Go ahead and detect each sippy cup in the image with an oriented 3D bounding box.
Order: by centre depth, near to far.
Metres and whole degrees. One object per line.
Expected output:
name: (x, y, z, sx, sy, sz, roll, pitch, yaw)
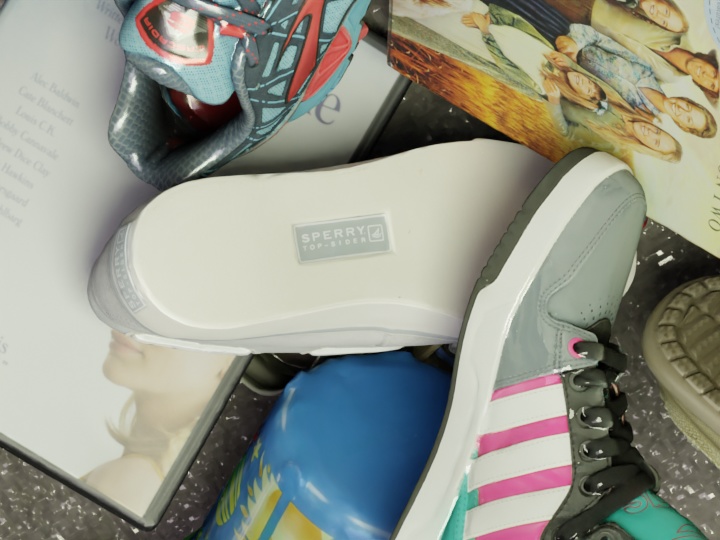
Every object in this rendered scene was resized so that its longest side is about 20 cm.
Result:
sippy cup: (-0.001, 0.105, 1.088, 0.139, 0.178, 0.131, 26, 132, 7)

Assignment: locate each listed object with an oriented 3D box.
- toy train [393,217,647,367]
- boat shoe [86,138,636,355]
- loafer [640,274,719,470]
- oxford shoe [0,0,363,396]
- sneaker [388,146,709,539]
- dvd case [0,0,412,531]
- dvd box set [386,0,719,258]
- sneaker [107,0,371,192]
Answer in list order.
toy train: (0.085, -0.028, 1.083, 0.046, 0.034, 0.200, 38, 115, -24)
boat shoe: (0.000, 0.000, 1.030, 0.199, 0.068, 0.073, -10, 85, -27)
loafer: (0.177, 0.077, 1.002, 0.200, 0.076, 0.068, 36, 146, 20)
oxford shoe: (-0.071, -0.030, 1.093, 0.075, 0.058, 0.200, -37, 103, 27)
sneaker: (0.083, 0.070, 0.962, 0.120, 0.084, 0.201, 22, 97, 25)
dvd case: (-0.086, -0.028, 1.054, 0.142, 0.018, 0.201, 31, 79, -6)
dvd box set: (0.097, -0.076, 0.954, 0.199, 0.029, 0.147, 32, 148, 20)
sneaker: (-0.033, -0.095, 0.953, 0.079, 0.096, 0.200, 34, 142, 11)
